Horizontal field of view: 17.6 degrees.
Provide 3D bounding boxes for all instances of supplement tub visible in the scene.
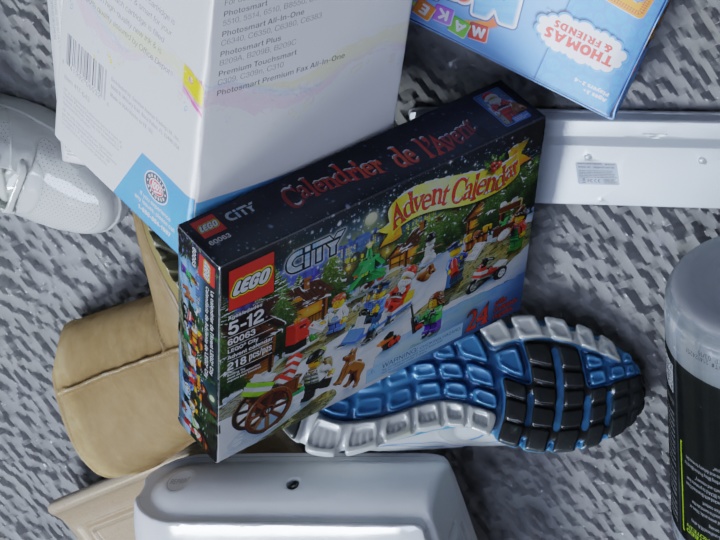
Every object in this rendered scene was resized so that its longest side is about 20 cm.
[{"bbox_3d":[0.218,0.086,1.184,0.122,0.123,0.200,7,125,19],"label":"supplement tub"}]

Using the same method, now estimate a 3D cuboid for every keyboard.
[{"bbox_3d":[0.122,-0.058,1.201,0.200,0.011,0.056,3,129,22],"label":"keyboard"}]

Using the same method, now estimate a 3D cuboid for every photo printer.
[{"bbox_3d":[-0.029,0.179,1.346,0.200,0.069,0.166,-3,129,22],"label":"photo printer"}]

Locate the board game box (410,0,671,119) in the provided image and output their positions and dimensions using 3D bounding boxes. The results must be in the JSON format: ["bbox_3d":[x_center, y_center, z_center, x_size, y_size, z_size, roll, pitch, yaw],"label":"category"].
[{"bbox_3d":[0.093,-0.186,1.105,0.151,0.037,0.200,27,128,5],"label":"board game box"}]

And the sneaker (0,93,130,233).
[{"bbox_3d":[-0.234,-0.054,1.289,0.200,0.116,0.074,26,127,2],"label":"sneaker"}]

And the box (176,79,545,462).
[{"bbox_3d":[0.000,0.000,1.168,0.038,0.200,0.137,44,146,34],"label":"box"}]

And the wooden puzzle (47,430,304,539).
[{"bbox_3d":[-0.069,0.182,1.435,0.185,0.037,0.200,-24,115,34],"label":"wooden puzzle"}]

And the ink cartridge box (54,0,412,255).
[{"bbox_3d":[-0.060,-0.131,1.124,0.129,0.125,0.200,43,138,36],"label":"ink cartridge box"}]

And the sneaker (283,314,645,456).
[{"bbox_3d":[0.057,0.066,1.284,0.200,0.087,0.075,-1,83,5],"label":"sneaker"}]

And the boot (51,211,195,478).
[{"bbox_3d":[-0.123,0.022,1.304,0.200,0.066,0.175,-22,81,58],"label":"boot"}]

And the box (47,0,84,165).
[{"bbox_3d":[-0.142,-0.147,1.233,0.041,0.039,0.200,10,126,16],"label":"box"}]
